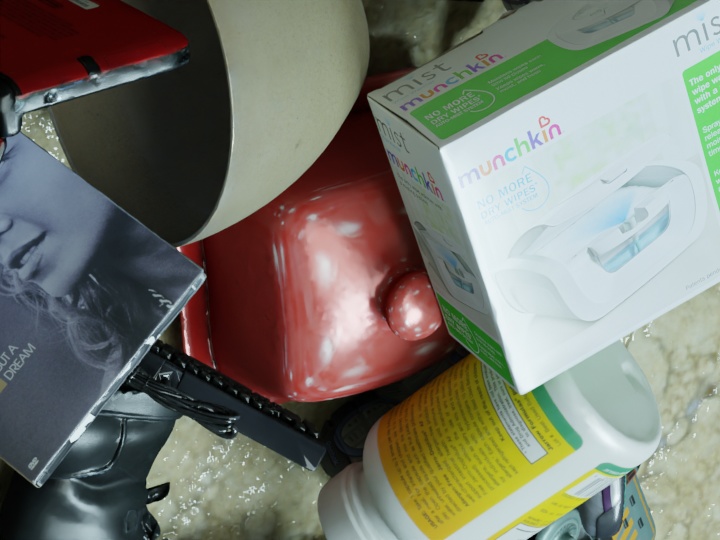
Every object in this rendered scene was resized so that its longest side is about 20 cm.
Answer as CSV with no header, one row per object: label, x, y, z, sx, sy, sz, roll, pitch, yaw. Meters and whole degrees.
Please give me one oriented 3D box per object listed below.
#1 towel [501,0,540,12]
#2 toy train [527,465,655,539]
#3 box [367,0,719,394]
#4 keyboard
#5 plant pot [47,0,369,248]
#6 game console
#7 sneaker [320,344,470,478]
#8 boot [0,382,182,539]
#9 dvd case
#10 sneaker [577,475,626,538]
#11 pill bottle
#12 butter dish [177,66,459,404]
towel,0.150,-0.203,1.749,0.200,0.086,0.166,-71,147,-42
toy train,0.144,0.165,1.931,0.114,0.085,0.200,-46,145,-15
box,0.129,-0.061,1.646,0.200,0.097,0.177,-28,123,-15
keyboard,-0.109,0.058,1.656,0.200,0.127,0.021,28,98,-8
plant pot,-0.075,-0.125,1.618,0.134,0.200,0.200,-17,117,-34
game console,-0.202,-0.077,1.544,0.172,0.200,0.119,-19,119,-28
sneaker,0.063,0.094,1.885,0.200,0.075,0.087,-30,135,-13
boot,-0.198,0.130,1.715,0.198,0.073,0.163,6,110,-34
dvd case,-0.206,0.003,1.590,0.149,0.200,0.016,-52,162,-6
sneaker,0.115,0.073,1.821,0.087,0.074,0.200,-8,81,-1
pill bottle,0.074,0.114,1.749,0.200,0.113,0.113,-37,133,26
butter dish,0.000,0.000,1.745,0.199,0.148,0.200,-16,117,-28
